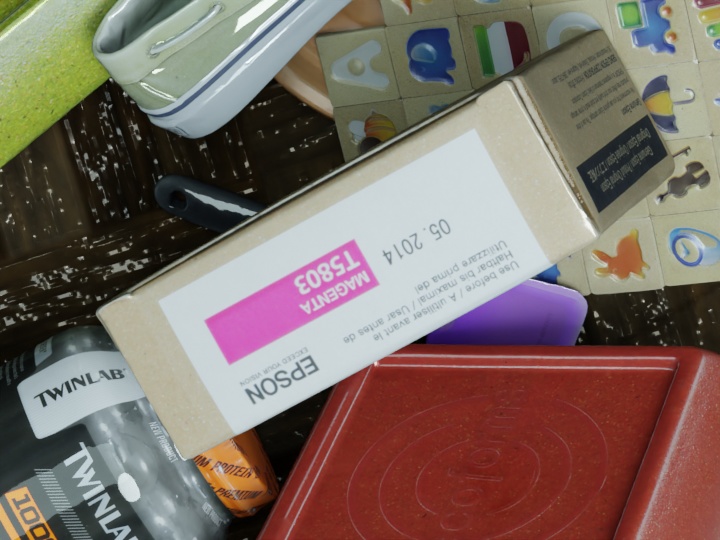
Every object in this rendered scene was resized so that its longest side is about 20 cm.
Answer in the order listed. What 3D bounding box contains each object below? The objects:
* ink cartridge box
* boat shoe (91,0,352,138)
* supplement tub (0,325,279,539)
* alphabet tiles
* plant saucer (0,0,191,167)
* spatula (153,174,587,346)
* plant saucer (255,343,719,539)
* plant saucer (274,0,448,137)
[{"bbox_3d":[0.015,-0.014,1.210,0.200,0.165,0.075,-28,93,20],"label":"ink cartridge box"},{"bbox_3d":[-0.031,-0.143,1.260,0.200,0.062,0.072,-50,43,4],"label":"boat shoe"},{"bbox_3d":[-0.143,0.104,1.281,0.200,0.123,0.123,-30,88,4],"label":"supplement tub"},{"bbox_3d":[0.083,-0.066,1.276,0.200,0.006,0.167,-6,110,21],"label":"alphabet tiles"},{"bbox_3d":[-0.185,-0.154,1.308,0.200,0.048,0.200,-39,79,3],"label":"plant saucer"},{"bbox_3d":[0.000,0.000,1.318,0.200,0.021,0.057,23,119,10],"label":"spatula"},{"bbox_3d":[0.050,0.092,1.213,0.200,0.200,0.037,-1,127,24],"label":"plant saucer"},{"bbox_3d":[0.030,-0.157,1.315,0.200,0.032,0.201,0,90,4],"label":"plant saucer"}]
